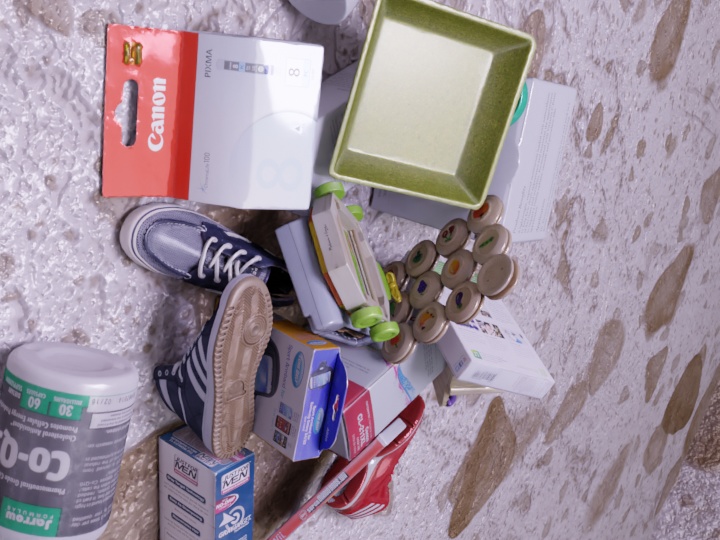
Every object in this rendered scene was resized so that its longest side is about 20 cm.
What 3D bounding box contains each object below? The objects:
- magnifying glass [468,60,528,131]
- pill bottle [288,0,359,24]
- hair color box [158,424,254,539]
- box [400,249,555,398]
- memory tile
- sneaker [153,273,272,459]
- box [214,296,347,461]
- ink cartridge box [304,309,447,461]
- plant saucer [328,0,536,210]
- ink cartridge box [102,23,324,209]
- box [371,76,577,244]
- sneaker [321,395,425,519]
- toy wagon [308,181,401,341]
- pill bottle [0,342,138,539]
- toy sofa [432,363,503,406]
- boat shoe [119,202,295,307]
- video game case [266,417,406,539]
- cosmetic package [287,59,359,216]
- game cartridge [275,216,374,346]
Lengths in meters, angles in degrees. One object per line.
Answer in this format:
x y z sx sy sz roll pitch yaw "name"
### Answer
0.104 -0.201 1.020 0.022 0.199 0.080 -5 97 -55 "magnifying glass"
0.003 -0.358 0.896 0.200 0.113 0.113 -53 140 -21 "pill bottle"
-0.172 0.282 0.965 0.060 0.100 0.202 -19 120 -47 "hair color box"
0.137 0.064 1.060 0.144 0.201 0.036 18 122 -35 "box"
0.093 0.010 0.993 0.017 0.200 0.154 32 36 -32 "memory tile"
-0.154 0.083 0.885 0.070 0.108 0.202 -12 121 -44 "sneaker"
-0.093 0.112 0.907 0.041 0.199 0.120 1 105 -41 "box"
-0.006 0.119 1.067 0.200 0.145 0.083 -37 132 -37 "ink cartridge box"
0.071 -0.183 0.938 0.198 0.048 0.201 10 106 -27 "plant saucer"
-0.136 -0.141 0.814 0.199 0.047 0.161 -2 108 -30 "ink cartridge box"
0.140 -0.152 1.091 0.130 0.199 0.201 -6 111 -52 "box"
0.028 0.271 1.255 0.200 0.078 0.116 -46 146 -12 "sneaker"
0.000 0.000 0.938 0.200 0.039 0.156 45 26 -66 "toy wagon"
-0.271 0.175 0.767 0.113 0.113 0.202 4 101 -52 "pill bottle"
0.131 0.086 1.179 0.082 0.201 0.098 -1 129 -16 "toy sofa"
-0.142 -0.013 0.879 0.199 0.092 0.075 17 92 -54 "boat shoe"
-0.028 0.268 1.095 0.200 0.017 0.143 -45 171 8 "video game case"
-0.025 -0.156 0.983 0.200 0.071 0.102 -39 133 -36 "cosmetic package"
-0.033 0.012 0.953 0.200 0.041 0.134 31 41 -73 "game cartridge"
